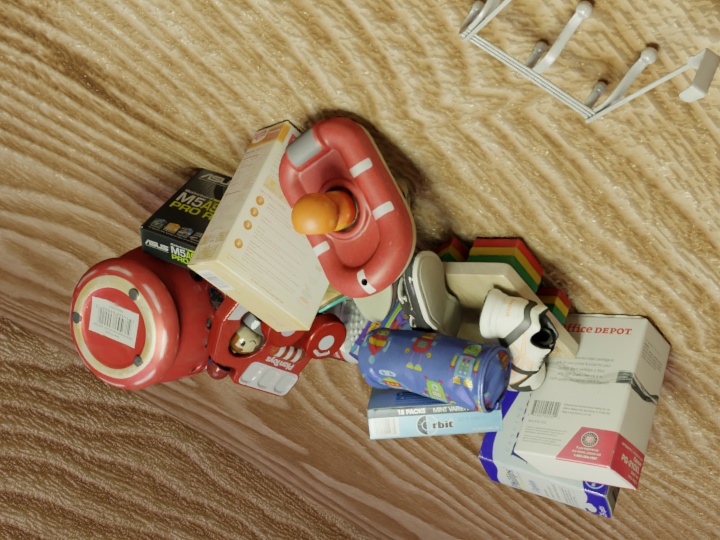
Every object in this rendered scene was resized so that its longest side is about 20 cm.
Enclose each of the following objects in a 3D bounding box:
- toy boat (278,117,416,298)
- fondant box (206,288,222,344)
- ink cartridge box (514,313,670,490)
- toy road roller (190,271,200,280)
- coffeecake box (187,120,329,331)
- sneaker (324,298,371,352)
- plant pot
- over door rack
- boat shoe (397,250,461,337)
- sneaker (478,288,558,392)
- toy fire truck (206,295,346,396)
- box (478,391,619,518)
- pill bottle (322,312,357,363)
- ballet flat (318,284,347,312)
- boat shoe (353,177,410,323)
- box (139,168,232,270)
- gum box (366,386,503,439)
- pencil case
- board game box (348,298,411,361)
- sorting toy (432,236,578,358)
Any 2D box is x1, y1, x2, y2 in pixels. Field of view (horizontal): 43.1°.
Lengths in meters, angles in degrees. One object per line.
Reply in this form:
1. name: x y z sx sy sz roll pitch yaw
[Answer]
1. toy boat: -0.029 -0.064 1.008 0.130 0.130 0.202 -31 86 33
2. fondant box: -0.174 0.048 1.408 0.143 0.202 0.058 24 172 1
3. ink cartridge box: 0.303 0.165 1.184 0.144 0.202 0.084 -1 150 46
4. toy road roller: -0.229 0.008 1.503 0.145 0.124 0.200 -12 142 35
5. coffeecake box: -0.095 -0.052 1.113 0.153 0.202 0.073 39 153 -31
6. sneaker: -0.034 0.026 1.335 0.080 0.076 0.203 16 125 35
7. plant pot: -0.290 0.065 1.273 0.198 0.203 0.182 15 -163 21
8. over door rack: 0.172 -0.184 0.702 0.147 0.067 0.200 29 178 -11
9. boat shoe: 0.076 0.033 1.116 0.060 0.075 0.200 9 162 22
10. sneaker: 0.206 0.098 1.119 0.079 0.074 0.200 9 153 28
11. toy fire truck: -0.129 0.095 1.265 0.199 0.169 0.112 24 -162 -49
12. box: 0.302 0.242 1.372 0.198 0.186 0.105 11 156 28
13. pill bottle: -0.032 0.084 1.460 0.198 0.117 0.116 10 154 32
14. ballet flat: 0.000 0.000 1.236 0.068 0.199 0.064 -32 82 40
15. boat shoe: 0.028 -0.022 1.137 0.071 0.062 0.202 26 135 28
16. box: -0.173 -0.056 1.236 0.198 0.161 0.045 19 133 16
17. gum box: 0.102 0.160 1.219 0.167 0.045 0.200 -5 -165 7
18. pencil case: 0.089 0.121 1.113 0.198 0.078 0.088 6 127 40
19. board game box: 0.092 0.125 1.389 0.200 0.135 0.045 39 168 -32
20. sorting toy: 0.165 0.029 1.197 0.197 0.070 0.200 2 149 44
